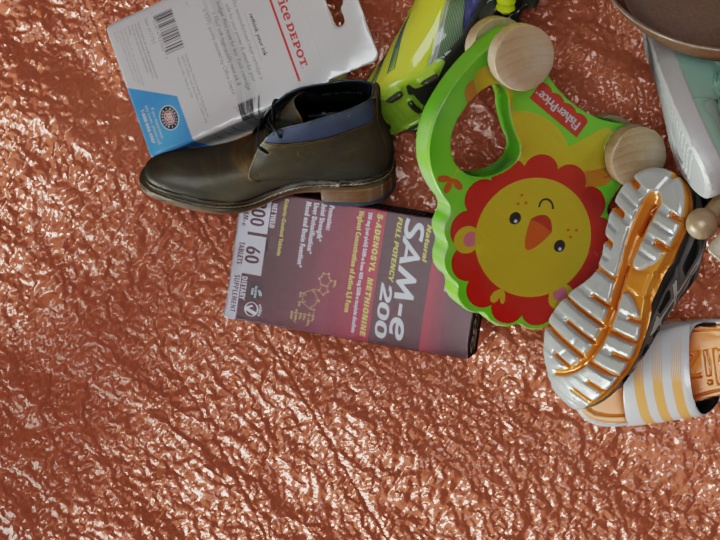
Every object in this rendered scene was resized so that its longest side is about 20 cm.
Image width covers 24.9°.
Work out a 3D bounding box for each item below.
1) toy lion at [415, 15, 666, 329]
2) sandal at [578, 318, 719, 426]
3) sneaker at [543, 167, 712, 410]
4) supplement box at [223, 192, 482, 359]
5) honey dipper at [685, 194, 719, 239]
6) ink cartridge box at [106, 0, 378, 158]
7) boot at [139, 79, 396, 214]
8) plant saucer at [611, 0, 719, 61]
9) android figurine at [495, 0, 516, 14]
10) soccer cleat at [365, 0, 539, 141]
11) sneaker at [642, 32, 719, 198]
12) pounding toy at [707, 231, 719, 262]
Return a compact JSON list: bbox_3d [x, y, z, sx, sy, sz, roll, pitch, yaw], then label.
[{"bbox_3d":[0.119,-0.061,1.219,0.200,0.069,0.192,37,91,-24],"label":"toy lion"},{"bbox_3d":[0.261,0.071,1.245,0.206,0.059,0.079,-12,91,12],"label":"sandal"},{"bbox_3d":[0.207,0.019,1.218,0.078,0.077,0.200,42,115,35],"label":"sneaker"},{"bbox_3d":[0.000,0.000,1.293,0.200,0.061,0.109,9,95,10],"label":"supplement box"},{"bbox_3d":[0.299,-0.092,1.186,0.038,0.038,0.200,39,68,6],"label":"honey dipper"},{"bbox_3d":[-0.085,-0.175,1.286,0.200,0.068,0.116,-21,85,15],"label":"ink cartridge box"},{"bbox_3d":[-0.072,-0.102,1.244,0.200,0.075,0.097,-3,134,-3],"label":"boot"},{"bbox_3d":[0.271,-0.215,1.174,0.200,0.035,0.200,-5,50,5],"label":"plant saucer"},{"bbox_3d":[0.092,-0.279,1.161,0.182,0.041,0.200,19,130,18],"label":"android figurine"},{"bbox_3d":[0.055,-0.183,1.278,0.200,0.065,0.084,-45,55,15],"label":"soccer cleat"},{"bbox_3d":[0.274,-0.141,1.177,0.118,0.074,0.201,-10,48,7],"label":"sneaker"},{"bbox_3d":[0.396,-0.034,1.187,0.184,0.142,0.200,42,105,13],"label":"pounding toy"}]
